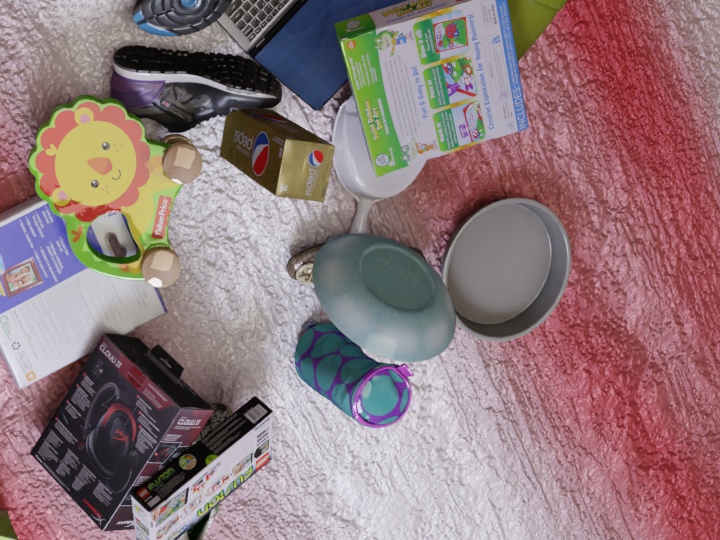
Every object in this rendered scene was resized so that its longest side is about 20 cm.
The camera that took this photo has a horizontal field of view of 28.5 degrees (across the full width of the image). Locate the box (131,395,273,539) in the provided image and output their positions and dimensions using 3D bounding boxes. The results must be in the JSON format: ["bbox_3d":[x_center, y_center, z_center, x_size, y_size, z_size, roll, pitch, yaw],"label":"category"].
[{"bbox_3d":[-0.187,0.248,1.711,0.199,0.035,0.111,-38,153,-30],"label":"box"}]

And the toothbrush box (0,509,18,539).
[{"bbox_3d":[-0.527,0.346,1.680,0.198,0.086,0.147,20,97,-27],"label":"toothbrush box"}]

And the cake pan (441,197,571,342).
[{"bbox_3d":[0.193,-0.004,1.925,0.198,0.037,0.203,-8,109,-23],"label":"cake pan"}]

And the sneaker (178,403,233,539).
[{"bbox_3d":[-0.194,0.270,1.806,0.076,0.089,0.202,10,102,-26],"label":"sneaker"}]

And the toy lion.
[{"bbox_3d":[-0.287,-0.094,1.623,0.189,0.069,0.202,9,104,-17],"label":"toy lion"}]

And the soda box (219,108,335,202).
[{"bbox_3d":[-0.100,-0.139,1.654,0.063,0.200,0.069,5,105,-26],"label":"soda box"}]

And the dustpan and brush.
[{"bbox_3d":[0.015,-0.113,1.807,0.138,0.057,0.203,8,96,-25],"label":"dustpan and brush"}]

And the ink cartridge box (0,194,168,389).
[{"bbox_3d":[-0.356,0.008,1.676,0.199,0.047,0.199,-28,115,-17],"label":"ink cartridge box"}]

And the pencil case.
[{"bbox_3d":[-0.012,0.128,1.780,0.092,0.200,0.085,-43,119,-9],"label":"pencil case"}]

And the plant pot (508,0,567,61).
[{"bbox_3d":[0.135,-0.312,1.727,0.199,0.201,0.194,20,109,-28],"label":"plant pot"}]

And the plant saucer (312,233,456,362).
[{"bbox_3d":[0.038,0.021,1.746,0.199,0.203,0.039,8,137,-26],"label":"plant saucer"}]

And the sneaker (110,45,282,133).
[{"bbox_3d":[-0.192,-0.203,1.658,0.197,0.076,0.088,8,126,-7],"label":"sneaker"}]

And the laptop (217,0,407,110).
[{"bbox_3d":[-0.069,-0.331,1.656,0.187,0.116,0.200,-47,119,-5],"label":"laptop"}]

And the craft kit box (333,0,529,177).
[{"bbox_3d":[0.086,-0.223,1.649,0.195,0.049,0.201,-19,131,-3],"label":"craft kit box"}]

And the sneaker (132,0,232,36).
[{"bbox_3d":[-0.173,-0.339,1.621,0.198,0.082,0.073,-28,143,5],"label":"sneaker"}]

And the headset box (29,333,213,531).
[{"bbox_3d":[-0.279,0.183,1.684,0.201,0.148,0.075,-57,153,10],"label":"headset box"}]

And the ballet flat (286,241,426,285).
[{"bbox_3d":[0.000,0.000,1.822,0.198,0.047,0.068,1,143,-28],"label":"ballet flat"}]
